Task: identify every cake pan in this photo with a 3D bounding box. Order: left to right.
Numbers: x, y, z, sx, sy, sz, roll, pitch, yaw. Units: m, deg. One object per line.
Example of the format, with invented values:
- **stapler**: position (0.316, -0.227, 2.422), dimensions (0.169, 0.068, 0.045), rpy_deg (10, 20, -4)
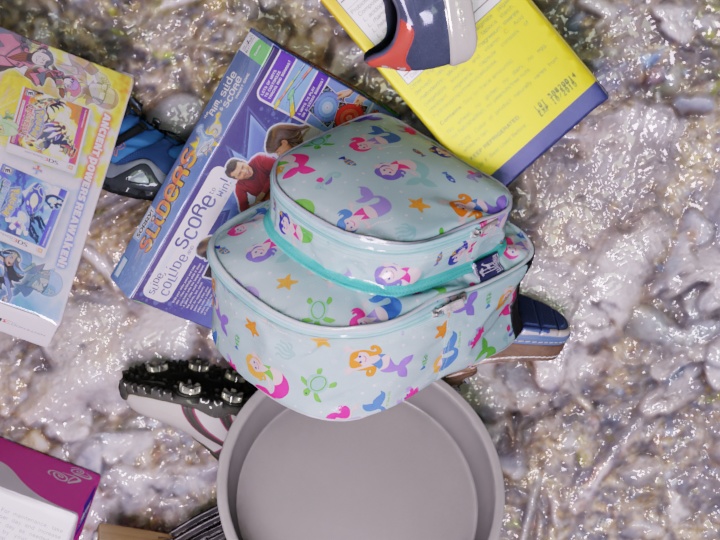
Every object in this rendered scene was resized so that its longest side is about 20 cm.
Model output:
- **cake pan**: position (-0.001, 0.154, 1.069), dimensions (0.198, 0.037, 0.202), rpy_deg (3, 61, -6)

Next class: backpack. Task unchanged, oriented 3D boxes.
- **backpack**: position (0.000, 0.000, 1.025), dimensions (0.199, 0.177, 0.152), rpy_deg (-30, 138, -30)

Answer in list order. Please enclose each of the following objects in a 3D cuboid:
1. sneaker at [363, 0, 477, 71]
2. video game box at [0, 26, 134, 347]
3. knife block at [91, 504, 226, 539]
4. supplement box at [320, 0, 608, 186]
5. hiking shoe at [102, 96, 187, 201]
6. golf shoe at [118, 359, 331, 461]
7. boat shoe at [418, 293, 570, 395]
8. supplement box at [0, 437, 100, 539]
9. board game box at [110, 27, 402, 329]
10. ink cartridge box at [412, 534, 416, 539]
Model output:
- **sneaker**: position (0.015, -0.223, 0.977), dimensions (0.083, 0.075, 0.202), rpy_deg (-12, 99, -2)
- **video game box**: position (-0.258, -0.071, 1.010), dimensions (0.180, 0.047, 0.202), rpy_deg (19, 58, -12)
- **knife block**: position (-0.129, 0.260, 1.174), dimensions (0.174, 0.064, 0.201), rpy_deg (14, 119, -19)
- **supplement box**: position (0.064, -0.164, 1.079), dimensions (0.109, 0.110, 0.200), rpy_deg (-40, 97, 6)
- **hiking shoe**: position (-0.175, -0.099, 1.116), dimensions (0.198, 0.074, 0.088), rpy_deg (10, 88, -8)
- **golf shoe**: position (-0.088, 0.124, 1.151), dimensions (0.198, 0.077, 0.089), rpy_deg (15, 105, -1)
- **boat shoe**: position (0.054, 0.054, 1.143), dimensions (0.197, 0.072, 0.073), rpy_deg (5, 112, 4)
- **supplement box**: position (-0.279, 0.240, 1.161), dimensions (0.102, 0.101, 0.202), rpy_deg (19, 100, -2)
- **board game box**: position (-0.072, -0.053, 1.100), dimensions (0.135, 0.034, 0.201), rpy_deg (24, 100, -43)
- **ink cartridge box**: position (-0.012, 0.287, 1.137), dimensions (0.198, 0.084, 0.146), rpy_deg (-26, 141, 6)
